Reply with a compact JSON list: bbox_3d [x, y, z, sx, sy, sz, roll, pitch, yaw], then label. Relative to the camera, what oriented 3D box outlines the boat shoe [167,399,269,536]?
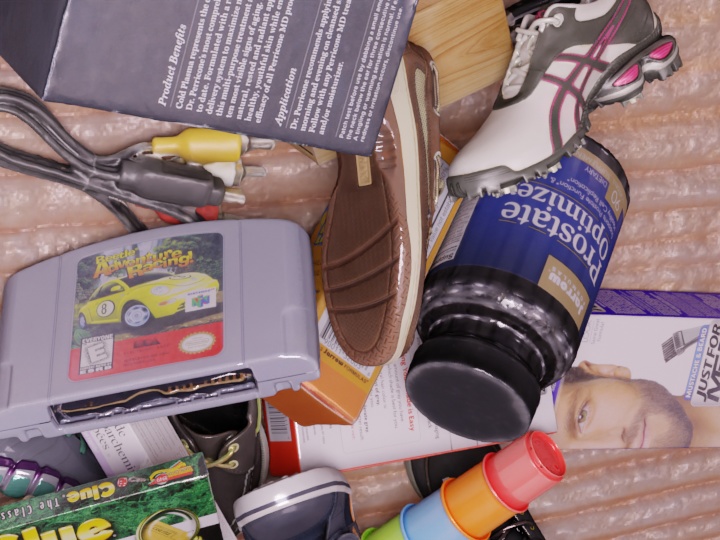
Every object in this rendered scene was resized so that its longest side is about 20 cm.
[{"bbox_3d":[-0.100,0.095,1.141,0.071,0.061,0.203,3,108,7],"label":"boat shoe"}]

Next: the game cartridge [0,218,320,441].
[{"bbox_3d":[-0.125,0.030,1.049,0.199,0.134,0.041,-11,130,5],"label":"game cartridge"}]

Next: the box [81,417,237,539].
[{"bbox_3d":[-0.134,0.131,1.115,0.039,0.041,0.201,-22,104,29],"label":"box"}]

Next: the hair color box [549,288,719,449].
[{"bbox_3d":[0.218,0.075,1.309,0.199,0.065,0.110,3,110,-26],"label":"hair color box"}]

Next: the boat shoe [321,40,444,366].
[{"bbox_3d":[0.025,-0.044,1.056,0.075,0.074,0.204,-2,94,-46],"label":"boat shoe"}]

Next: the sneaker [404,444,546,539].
[{"bbox_3d":[0.105,0.188,1.271,0.075,0.106,0.201,-34,121,-11],"label":"sneaker"}]

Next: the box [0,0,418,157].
[{"bbox_3d":[-0.100,-0.162,0.965,0.196,0.200,0.125,9,107,-29],"label":"box"}]

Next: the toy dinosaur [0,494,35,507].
[{"bbox_3d":[-0.223,0.188,1.113,0.088,0.048,0.200,-27,155,-5],"label":"toy dinosaur"}]

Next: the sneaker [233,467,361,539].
[{"bbox_3d":[-0.033,0.185,1.148,0.078,0.080,0.200,-20,163,-1],"label":"sneaker"}]

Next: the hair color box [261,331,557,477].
[{"bbox_3d":[0.032,0.079,1.196,0.199,0.061,0.102,-7,88,-24],"label":"hair color box"}]

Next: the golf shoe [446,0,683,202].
[{"bbox_3d":[0.114,-0.117,1.098,0.200,0.077,0.088,-41,108,-28],"label":"golf shoe"}]

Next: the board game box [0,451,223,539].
[{"bbox_3d":[-0.182,0.175,1.047,0.199,0.024,0.105,-15,133,-7],"label":"board game box"}]

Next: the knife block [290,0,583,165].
[{"bbox_3d":[0.059,-0.145,1.134,0.175,0.064,0.201,20,100,-31],"label":"knife block"}]

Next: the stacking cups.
[{"bbox_3d":[0.057,0.175,1.220,0.060,0.061,0.200,29,122,-33],"label":"stacking cups"}]

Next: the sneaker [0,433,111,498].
[{"bbox_3d":[-0.211,0.098,1.096,0.199,0.074,0.088,22,87,-37],"label":"sneaker"}]

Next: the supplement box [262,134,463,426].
[{"bbox_3d":[0.000,0.000,1.118,0.069,0.066,0.201,39,65,-24],"label":"supplement box"}]

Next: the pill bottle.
[{"bbox_3d":[0.101,0.008,1.140,0.112,0.111,0.201,49,49,-33],"label":"pill bottle"}]

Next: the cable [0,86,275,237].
[{"bbox_3d":[-0.156,-0.062,1.086,0.199,0.050,0.098,13,121,-18],"label":"cable"}]
